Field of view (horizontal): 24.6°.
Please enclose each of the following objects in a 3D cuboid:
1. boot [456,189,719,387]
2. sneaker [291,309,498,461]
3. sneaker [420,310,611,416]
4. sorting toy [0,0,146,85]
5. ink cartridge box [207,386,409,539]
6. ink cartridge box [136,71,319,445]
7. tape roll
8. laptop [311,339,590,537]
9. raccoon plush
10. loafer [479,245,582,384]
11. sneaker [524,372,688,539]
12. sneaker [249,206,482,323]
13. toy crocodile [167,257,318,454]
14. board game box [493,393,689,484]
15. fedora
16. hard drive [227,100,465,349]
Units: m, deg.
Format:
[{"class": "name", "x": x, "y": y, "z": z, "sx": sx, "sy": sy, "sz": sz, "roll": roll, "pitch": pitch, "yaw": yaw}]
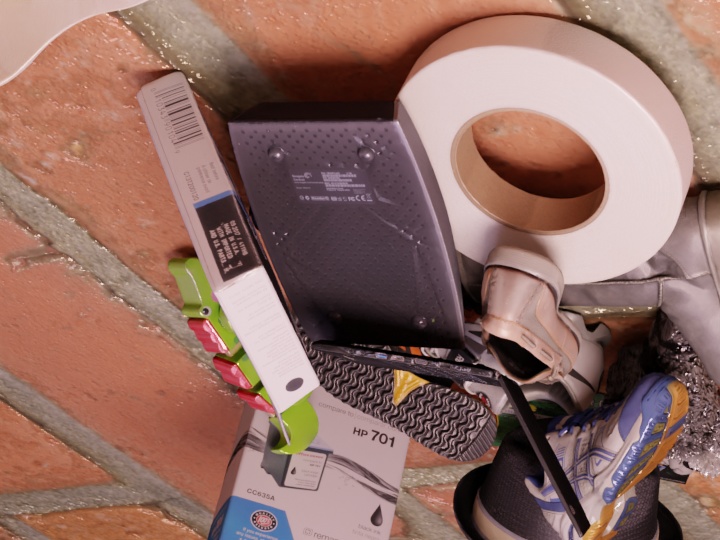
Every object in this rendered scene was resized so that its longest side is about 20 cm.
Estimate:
[{"class": "boot", "x": 0.177, "y": 0.016, "z": 1.192, "sx": 0.200, "sy": 0.073, "sz": 0.182, "roll": -7, "pitch": 118, "yaw": 20}, {"class": "sneaker", "x": 0.029, "y": 0.086, "z": 1.393, "sx": 0.200, "sy": 0.070, "sz": 0.090, "roll": 34, "pitch": -167, "yaw": 3}, {"class": "sneaker", "x": 0.096, "y": 0.065, "z": 1.316, "sx": 0.200, "sy": 0.089, "sz": 0.074, "roll": 13, "pitch": 151, "yaw": 6}, {"class": "sorting toy", "x": -0.209, "y": -0.208, "z": 0.989, "sx": 0.180, "sy": 0.107, "sz": 0.200, "roll": -2, "pitch": 146, "yaw": 12}, {"class": "ink cartridge box", "x": -0.043, "y": 0.186, "z": 1.461, "sx": 0.146, "sy": 0.200, "sz": 0.086, "roll": 18, "pitch": 148, "yaw": -7}, {"class": "ink cartridge box", "x": -0.088, "y": -0.007, "z": 1.169, "sx": 0.043, "sy": 0.198, "sz": 0.200, "roll": -23, "pitch": 142, "yaw": -4}, {"class": "tape roll", "x": 0.114, "y": -0.075, "z": 1.077, "sx": 0.202, "sy": 0.037, "sz": 0.203, "roll": 15, "pitch": 138, "yaw": 14}, {"class": "laptop", "x": 0.070, "y": 0.119, "z": 1.176, "sx": 0.200, "sy": 0.103, "sz": 0.177, "roll": 9, "pitch": 175, "yaw": 10}, {"class": "raccoon plush", "x": 0.279, "y": 0.103, "z": 1.303, "sx": 0.134, "sy": 0.097, "sz": 0.200, "roll": 11, "pitch": 150, "yaw": -11}, {"class": "loafer", "x": 0.110, "y": 0.047, "z": 1.153, "sx": 0.072, "sy": 0.063, "sz": 0.200, "roll": 16, "pitch": 161, "yaw": 17}, {"class": "sneaker", "x": 0.177, "y": 0.135, "z": 1.256, "sx": 0.088, "sy": 0.075, "sz": 0.200, "roll": 46, "pitch": 139, "yaw": 23}, {"class": "sneaker", "x": 0.000, "y": 0.000, "z": 1.242, "sx": 0.200, "sy": 0.075, "sz": 0.078, "roll": 29, "pitch": 132, "yaw": -18}, {"class": "toy crocodile", "x": -0.099, "y": 0.069, "z": 1.386, "sx": 0.067, "sy": 0.062, "sz": 0.200, "roll": 7, "pitch": 136, "yaw": 55}, {"class": "board game box", "x": 0.198, "y": 0.139, "z": 1.456, "sx": 0.200, "sy": 0.023, "sz": 0.105, "roll": 11, "pitch": 151, "yaw": 5}, {"class": "fedora", "x": 0.181, "y": 0.186, "z": 1.402, "sx": 0.200, "sy": 0.201, "sz": 0.092, "roll": 11, "pitch": 118, "yaw": 6}, {"class": "hard drive", "x": -0.002, "y": -0.031, "z": 1.120, "sx": 0.135, "sy": 0.042, "sz": 0.200, "roll": 2, "pitch": 132, "yaw": 24}]
